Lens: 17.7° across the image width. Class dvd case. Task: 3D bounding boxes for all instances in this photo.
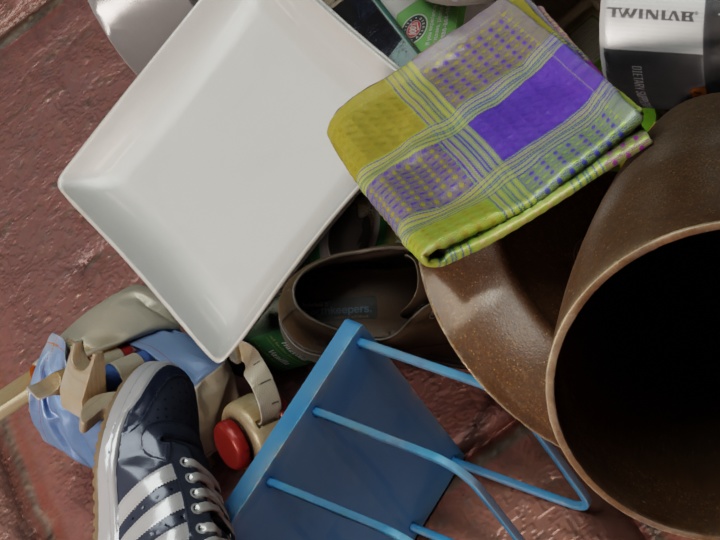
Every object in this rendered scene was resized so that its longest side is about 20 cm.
[{"bbox_3d":[-0.051,-0.086,1.416,0.200,0.022,0.146,-44,53,13],"label":"dvd case"}]

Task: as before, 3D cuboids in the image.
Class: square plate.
[{"bbox_3d":[-0.070,-0.073,1.391,0.200,0.028,0.198,-50,53,7],"label":"square plate"}]

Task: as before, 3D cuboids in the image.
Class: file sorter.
[{"bbox_3d":[0.012,0.157,1.233,0.122,0.139,0.200,17,65,41],"label":"file sorter"}]

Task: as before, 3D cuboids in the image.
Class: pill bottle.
[{"bbox_3d":[0.235,-0.134,1.239,0.199,0.106,0.107,6,56,20],"label":"pill bottle"}]

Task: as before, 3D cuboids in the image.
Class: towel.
[{"bbox_3d":[0.062,-0.078,1.236,0.143,0.023,0.200,-32,30,1],"label":"towel"}]

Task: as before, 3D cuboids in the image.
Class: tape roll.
[{"bbox_3d":[-0.138,-0.217,1.628,0.066,0.200,0.201,-25,43,17],"label":"tape roll"}]

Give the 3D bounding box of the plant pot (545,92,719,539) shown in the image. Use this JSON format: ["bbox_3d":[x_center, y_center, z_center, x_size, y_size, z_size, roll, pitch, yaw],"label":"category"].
[{"bbox_3d":[0.186,-0.001,1.159,0.186,0.187,0.200,-22,30,19],"label":"plant pot"}]

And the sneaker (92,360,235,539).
[{"bbox_3d":[-0.080,0.136,1.159,0.108,0.070,0.201,-9,59,29],"label":"sneaker"}]

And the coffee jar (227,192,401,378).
[{"bbox_3d":[0.000,0.000,1.418,0.199,0.085,0.105,-11,57,29],"label":"coffee jar"}]

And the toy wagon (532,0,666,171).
[{"bbox_3d":[0.135,-0.110,1.454,0.155,0.040,0.200,-40,41,0],"label":"toy wagon"}]

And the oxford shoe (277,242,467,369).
[{"bbox_3d":[0.053,0.016,1.291,0.199,0.084,0.073,-8,77,-2],"label":"oxford shoe"}]

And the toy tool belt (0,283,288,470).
[{"bbox_3d":[-0.138,0.093,1.399,0.122,0.126,0.200,-26,30,-29],"label":"toy tool belt"}]

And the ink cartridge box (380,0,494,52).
[{"bbox_3d":[0.001,-0.146,1.488,0.199,0.084,0.146,-11,52,31],"label":"ink cartridge box"}]

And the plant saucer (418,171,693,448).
[{"bbox_3d":[0.122,0.008,1.242,0.037,0.200,0.201,-44,31,41],"label":"plant saucer"}]

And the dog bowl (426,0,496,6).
[{"bbox_3d":[0.087,-0.239,1.386,0.199,0.059,0.201,-21,39,18],"label":"dog bowl"}]
